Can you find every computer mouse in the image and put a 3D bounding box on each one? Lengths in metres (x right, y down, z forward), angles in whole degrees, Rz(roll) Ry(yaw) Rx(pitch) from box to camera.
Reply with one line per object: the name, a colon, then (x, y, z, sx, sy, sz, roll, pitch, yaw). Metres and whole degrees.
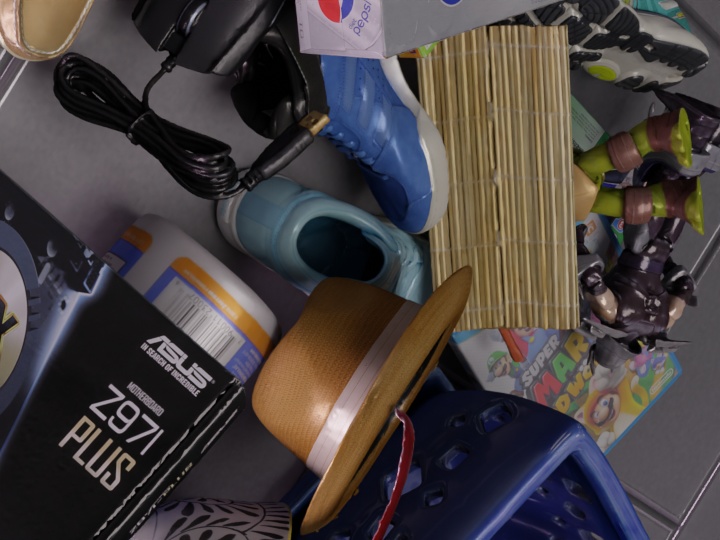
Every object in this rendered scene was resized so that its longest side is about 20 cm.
computer mouse: (-0.061, -0.134, 1.126, 0.200, 0.140, 0.046, -45, 163, -22)

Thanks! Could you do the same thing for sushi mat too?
sushi mat: (0.087, -0.056, 1.282, 0.012, 0.095, 0.201, -53, 141, -68)

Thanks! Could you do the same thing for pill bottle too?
pill bottle: (-0.147, 0.075, 1.182, 0.200, 0.112, 0.112, -49, 132, -9)

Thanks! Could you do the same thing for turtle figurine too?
turtle figurine: (0.138, -0.044, 1.318, 0.064, 0.160, 0.201, -57, 137, -68)

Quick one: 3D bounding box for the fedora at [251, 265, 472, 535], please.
fedora: (-0.009, 0.062, 1.211, 0.201, 0.082, 0.201, -58, 174, -9)

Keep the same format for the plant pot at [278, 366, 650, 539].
plant pot: (0.060, 0.192, 1.360, 0.200, 0.180, 0.200, -44, 131, -14)

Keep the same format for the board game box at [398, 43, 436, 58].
board game box: (0.063, -0.227, 1.232, 0.200, 0.030, 0.096, -51, 131, -30)

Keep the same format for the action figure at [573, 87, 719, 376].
action figure: (0.195, -0.021, 1.388, 0.130, 0.069, 0.201, 8, 105, -51)

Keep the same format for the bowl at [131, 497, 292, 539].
bowl: (-0.127, 0.209, 1.206, 0.094, 0.201, 0.201, 27, 93, -10)

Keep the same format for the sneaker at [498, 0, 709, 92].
sneaker: (0.150, -0.174, 1.336, 0.077, 0.080, 0.200, -30, 151, 31)

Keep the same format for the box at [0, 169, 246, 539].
box: (-0.186, 0.063, 1.082, 0.164, 0.200, 0.086, -47, 174, -11)

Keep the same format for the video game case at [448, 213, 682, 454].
video game case: (0.145, 0.056, 1.436, 0.143, 0.018, 0.200, -44, 131, -14)

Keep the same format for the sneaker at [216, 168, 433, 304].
sneaker: (0.000, 0.000, 1.286, 0.199, 0.082, 0.074, 20, 98, -43)

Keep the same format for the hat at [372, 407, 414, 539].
hat: (0.012, 0.209, 1.197, 0.165, 0.200, 0.177, 26, 63, -27)

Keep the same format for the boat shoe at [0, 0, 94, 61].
boat shoe: (-0.149, -0.201, 1.073, 0.071, 0.076, 0.201, -4, 114, -40)

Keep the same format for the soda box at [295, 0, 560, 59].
soda box: (0.048, -0.173, 1.150, 0.200, 0.063, 0.069, -25, 116, -47)

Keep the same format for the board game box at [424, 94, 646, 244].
board game box: (0.111, -0.055, 1.388, 0.135, 0.029, 0.200, -54, 133, -5)

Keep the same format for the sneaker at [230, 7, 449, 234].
sneaker: (-0.020, -0.092, 1.228, 0.111, 0.077, 0.201, -36, 125, -28)
